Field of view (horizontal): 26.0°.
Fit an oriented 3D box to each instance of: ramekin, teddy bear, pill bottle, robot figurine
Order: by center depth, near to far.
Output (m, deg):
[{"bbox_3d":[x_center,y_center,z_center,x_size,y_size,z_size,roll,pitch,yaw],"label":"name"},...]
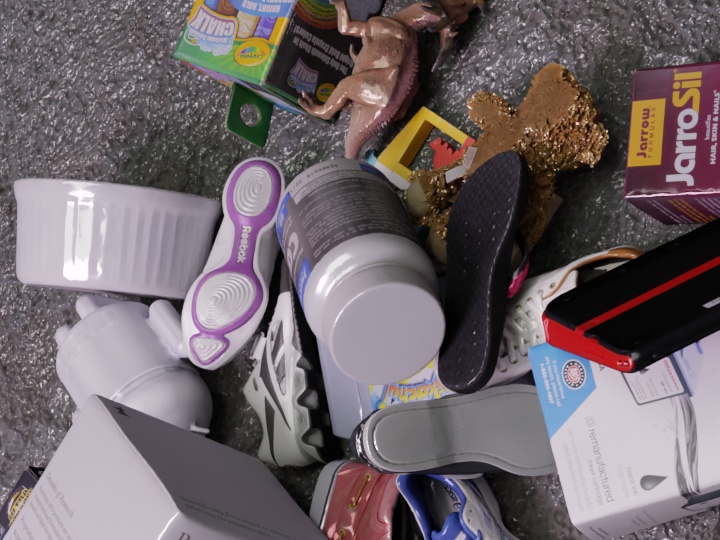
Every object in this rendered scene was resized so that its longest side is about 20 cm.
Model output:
[{"bbox_3d":[0.000,0.000,1.290,0.114,0.114,0.200,-47,30,15],"label":"pill bottle"},{"bbox_3d":[0.123,-0.084,1.326,0.200,0.067,0.145,-52,46,9],"label":"teddy bear"},{"bbox_3d":[-0.216,0.110,1.491,0.200,0.113,0.170,49,115,33],"label":"robot figurine"},{"bbox_3d":[-0.235,-0.027,1.495,0.199,0.200,0.099,4,87,35],"label":"ramekin"}]

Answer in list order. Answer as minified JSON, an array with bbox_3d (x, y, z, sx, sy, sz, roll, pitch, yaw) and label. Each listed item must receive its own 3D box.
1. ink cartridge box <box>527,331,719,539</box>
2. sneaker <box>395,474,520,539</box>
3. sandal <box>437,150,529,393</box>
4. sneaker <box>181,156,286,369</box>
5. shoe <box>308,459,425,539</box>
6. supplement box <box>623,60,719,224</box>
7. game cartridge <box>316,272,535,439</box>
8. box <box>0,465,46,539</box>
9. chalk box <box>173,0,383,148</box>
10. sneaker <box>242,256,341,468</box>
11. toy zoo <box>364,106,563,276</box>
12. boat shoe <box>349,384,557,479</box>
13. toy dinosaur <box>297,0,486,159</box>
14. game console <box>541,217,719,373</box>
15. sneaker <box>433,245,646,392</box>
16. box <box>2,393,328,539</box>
[{"bbox_3d":[0.244,0.103,1.177,0.199,0.086,0.147,-20,66,17],"label":"ink cartridge box"},{"bbox_3d":[0.094,0.233,1.262,0.075,0.088,0.200,-50,56,15],"label":"sneaker"},{"bbox_3d":[0.103,0.003,1.254,0.075,0.045,0.201,-6,70,50],"label":"sandal"},{"bbox_3d":[-0.106,0.000,1.459,0.074,0.100,0.201,17,79,10],"label":"sneaker"},{"bbox_3d":[-0.003,0.262,1.330,0.091,0.071,0.202,-1,72,40],"label":"shoe"},{"bbox_3d":[0.313,-0.101,1.206,0.199,0.085,0.111,-1,77,34],"label":"supplement box"},{"bbox_3d":[0.052,0.079,1.352,0.199,0.040,0.134,-16,84,32],"label":"game cartridge"},{"bbox_3d":[-0.273,0.285,1.430,0.050,0.198,0.201,35,98,35],"label":"box"},{"bbox_3d":[-0.082,-0.221,1.483,0.124,0.125,0.201,23,89,36],"label":"chalk box"},{"bbox_3d":[-0.073,0.081,1.426,0.088,0.074,0.202,-12,70,29],"label":"sneaker"},{"bbox_3d":[0.072,-0.059,1.399,0.200,0.020,0.132,39,100,35],"label":"toy zoo"},{"bbox_3d":[0.089,0.130,1.259,0.060,0.199,0.076,157,117,-70],"label":"boat shoe"},{"bbox_3d":[0.029,-0.182,1.415,0.135,0.086,0.201,13,84,31],"label":"toy dinosaur"},{"bbox_3d":[0.241,0.014,1.126,0.199,0.031,0.177,-26,15,-11],"label":"game console"},{"bbox_3d":[0.144,0.034,1.250,0.199,0.085,0.073,-30,83,5],"label":"sneaker"},{"bbox_3d":[-0.156,0.243,1.296,0.172,0.198,0.200,-58,38,5],"label":"box"}]
